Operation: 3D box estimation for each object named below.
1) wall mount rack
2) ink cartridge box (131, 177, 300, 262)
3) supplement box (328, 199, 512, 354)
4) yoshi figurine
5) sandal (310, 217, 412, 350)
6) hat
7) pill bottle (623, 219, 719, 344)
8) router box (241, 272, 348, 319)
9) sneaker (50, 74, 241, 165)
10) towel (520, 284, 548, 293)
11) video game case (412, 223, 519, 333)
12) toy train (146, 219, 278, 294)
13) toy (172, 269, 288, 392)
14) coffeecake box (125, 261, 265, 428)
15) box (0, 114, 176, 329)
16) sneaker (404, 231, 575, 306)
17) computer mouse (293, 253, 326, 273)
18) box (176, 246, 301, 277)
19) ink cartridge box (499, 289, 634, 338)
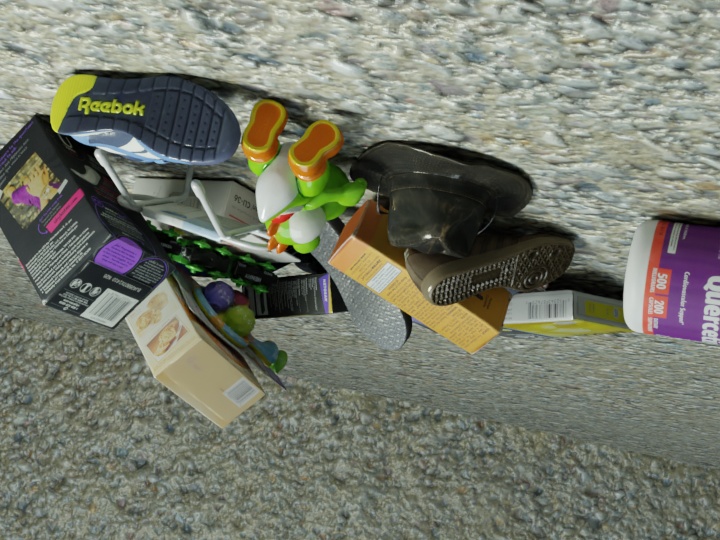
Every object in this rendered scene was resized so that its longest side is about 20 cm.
[{"bbox_3d":[-0.177,-0.077,1.196,0.199,0.075,0.174,17,-166,22],"label":"wall mount rack"},{"bbox_3d":[-0.172,-0.061,1.410,0.199,0.068,0.116,6,167,34],"label":"ink cartridge box"},{"bbox_3d":[0.068,0.009,1.293,0.200,0.067,0.069,32,138,-9],"label":"supplement box"},{"bbox_3d":[-0.053,-0.093,1.123,0.111,0.113,0.200,-15,155,-6],"label":"yoshi figurine"},{"bbox_3d":[0.000,-0.001,1.349,0.043,0.201,0.076,-30,174,-46],"label":"sandal"},{"bbox_3d":[0.071,-0.055,1.156,0.200,0.081,0.201,13,168,3],"label":"hat"},{"bbox_3d":[0.359,0.017,1.119,0.199,0.113,0.112,8,167,20],"label":"pill bottle"},{"bbox_3d":[-0.029,0.028,1.513,0.157,0.053,0.200,-6,179,42],"label":"router box"},{"bbox_3d":[-0.188,-0.136,1.079,0.199,0.074,0.082,15,172,26],"label":"sneaker"},{"bbox_3d":[0.162,0.017,1.524,0.146,0.030,0.200,13,168,1],"label":"towel"},{"bbox_3d":[0.110,0.010,1.368,0.142,0.019,0.200,23,142,-27],"label":"video game case"},{"bbox_3d":[-0.189,-0.016,1.378,0.199,0.042,0.056,20,177,-31],"label":"toy train"},{"bbox_3d":[-0.150,0.057,1.416,0.200,0.047,0.115,51,180,-41],"label":"toy"},{"bbox_3d":[-0.216,0.071,1.409,0.200,0.073,0.154,53,-177,39],"label":"coffeecake box"},{"bbox_3d":[-0.310,-0.051,1.261,0.200,0.106,0.122,53,-170,31],"label":"box"},{"bbox_3d":[0.140,-0.020,1.257,0.199,0.071,0.076,-10,-135,-30],"label":"sneaker"},{"bbox_3d":[-0.015,-0.011,1.565,0.199,0.034,0.059,1,163,41],"label":"computer mouse"},{"bbox_3d":[-0.164,-0.018,1.534,0.199,0.033,0.121,2,-165,25],"label":"box"},{"bbox_3d":[0.254,0.062,1.505,0.199,0.047,0.197,14,165,-41],"label":"ink cartridge box"}]
